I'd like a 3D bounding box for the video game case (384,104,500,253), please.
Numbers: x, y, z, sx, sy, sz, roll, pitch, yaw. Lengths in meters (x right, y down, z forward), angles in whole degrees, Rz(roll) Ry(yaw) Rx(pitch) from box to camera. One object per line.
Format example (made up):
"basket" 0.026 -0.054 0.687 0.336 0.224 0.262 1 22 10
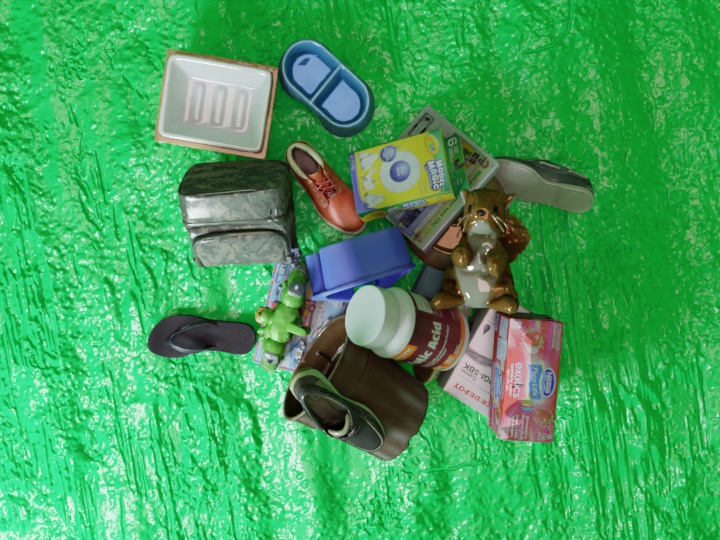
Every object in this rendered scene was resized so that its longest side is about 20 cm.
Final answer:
"video game case" 0.116 -0.163 1.357 0.200 0.022 0.182 -48 66 2

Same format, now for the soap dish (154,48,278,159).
"soap dish" -0.249 -0.288 1.350 0.195 0.081 0.161 9 93 -1

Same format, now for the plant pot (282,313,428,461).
"plant pot" 0.000 0.213 1.330 0.196 0.200 0.202 33 92 -17

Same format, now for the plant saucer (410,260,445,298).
"plant saucer" 0.157 -0.019 1.405 0.069 0.019 0.203 26 91 -3

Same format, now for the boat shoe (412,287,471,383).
"boat shoe" 0.156 0.110 1.384 0.064 0.072 0.204 17 95 -40

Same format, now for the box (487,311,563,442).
"box" 0.274 0.176 1.294 0.093 0.100 0.205 4 93 -3

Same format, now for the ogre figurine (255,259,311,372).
"ogre figurine" -0.130 0.083 1.337 0.098 0.120 0.201 39 91 -4

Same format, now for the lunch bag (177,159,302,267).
"lunch bag" -0.205 -0.089 1.337 0.195 0.140 0.171 -4 121 1

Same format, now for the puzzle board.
"puzzle board" -0.103 0.086 1.406 0.147 0.017 0.204 13 93 -2

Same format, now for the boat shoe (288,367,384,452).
"boat shoe" -0.033 0.231 1.193 0.071 0.066 0.201 -39 118 11

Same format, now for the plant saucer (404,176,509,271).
"plant saucer" 0.168 -0.099 1.374 0.195 0.035 0.205 0 89 8

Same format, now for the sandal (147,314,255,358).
"sandal" -0.288 0.118 1.390 0.195 0.043 0.078 -3 93 -1

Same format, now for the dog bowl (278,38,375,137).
"dog bowl" -0.061 -0.327 1.367 0.199 0.050 0.112 42 92 -2

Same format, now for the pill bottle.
"pill bottle" 0.078 0.094 1.273 0.198 0.113 0.116 18 93 -39

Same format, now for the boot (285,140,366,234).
"boot" -0.062 -0.143 1.350 0.075 0.107 0.201 -42 95 0

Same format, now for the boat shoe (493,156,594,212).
"boat shoe" 0.325 -0.165 1.389 0.196 0.074 0.062 19 49 5

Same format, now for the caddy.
"caddy" 0.000 0.000 1.329 0.197 0.141 0.107 -16 87 -27

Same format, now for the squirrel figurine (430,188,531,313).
"squirrel figurine" 0.205 -0.043 1.271 0.139 0.199 0.191 4 103 23

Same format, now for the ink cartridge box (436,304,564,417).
"ink cartridge box" 0.247 0.157 1.383 0.145 0.083 0.203 30 92 -3

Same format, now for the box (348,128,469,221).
"box" 0.083 -0.166 1.332 0.196 0.048 0.120 -13 72 13
